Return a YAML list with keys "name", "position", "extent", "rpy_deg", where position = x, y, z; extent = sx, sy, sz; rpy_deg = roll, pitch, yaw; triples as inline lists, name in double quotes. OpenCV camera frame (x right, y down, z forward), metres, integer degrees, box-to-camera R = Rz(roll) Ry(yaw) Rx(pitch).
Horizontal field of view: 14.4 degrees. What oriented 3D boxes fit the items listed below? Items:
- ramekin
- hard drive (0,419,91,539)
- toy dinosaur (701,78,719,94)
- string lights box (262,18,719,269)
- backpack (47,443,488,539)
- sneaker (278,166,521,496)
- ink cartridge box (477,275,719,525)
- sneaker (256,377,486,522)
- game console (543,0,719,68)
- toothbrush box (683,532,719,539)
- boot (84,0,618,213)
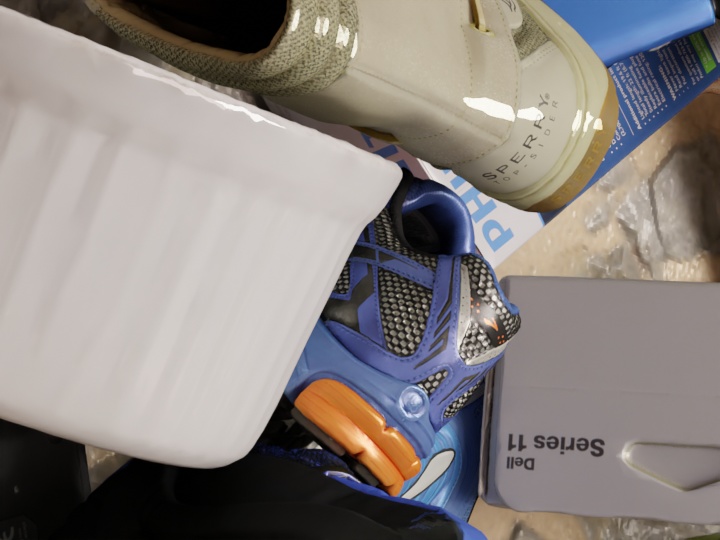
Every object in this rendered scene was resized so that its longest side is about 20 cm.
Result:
- name: "ramekin"
  position: [-0.098, -0.021, 0.781]
  extent: [0.200, 0.200, 0.098]
  rpy_deg: [19, 94, -45]
- name: "hard drive"
  position: [-0.158, 0.125, 0.835]
  extent: [0.200, 0.033, 0.140]
  rpy_deg: [-14, 101, -46]
- name: "toy dinosaur"
  position: [0.207, -0.064, 1.141]
  extent: [0.200, 0.086, 0.135]
  rpy_deg: [-42, 138, 17]
- name: "string lights box"
  position: [0.062, -0.083, 1.029]
  extent: [0.200, 0.059, 0.103]
  rpy_deg: [-38, 101, -39]
- name: "backpack"
  position: [-0.013, 0.143, 0.789]
  extent: [0.168, 0.200, 0.163]
  rpy_deg: [45, 68, -23]
- name: "sneaker"
  position: [0.000, 0.000, 0.900]
  extent: [0.078, 0.200, 0.075]
  rpy_deg: [-38, 122, 3]
- name: "ink cartridge box"
  position: [0.142, 0.050, 1.025]
  extent: [0.200, 0.146, 0.083]
  rpy_deg: [11, 82, -69]
- name: "sneaker"
  position: [-0.003, 0.077, 0.966]
  extent: [0.200, 0.078, 0.089]
  rpy_deg: [-29, 109, -43]
- name: "game console"
  position: [0.065, -0.166, 1.011]
  extent: [0.200, 0.118, 0.171]
  rpy_deg: [68, 20, 3]
- name: "toothbrush box"
  position: [0.199, 0.149, 1.130]
  extent: [0.200, 0.145, 0.086]
  rpy_deg: [-2, 92, -46]
- name: "boot"
  position: [-0.030, -0.098, 0.856]
  extent: [0.155, 0.200, 0.072]
  rpy_deg: [17, 111, -47]
